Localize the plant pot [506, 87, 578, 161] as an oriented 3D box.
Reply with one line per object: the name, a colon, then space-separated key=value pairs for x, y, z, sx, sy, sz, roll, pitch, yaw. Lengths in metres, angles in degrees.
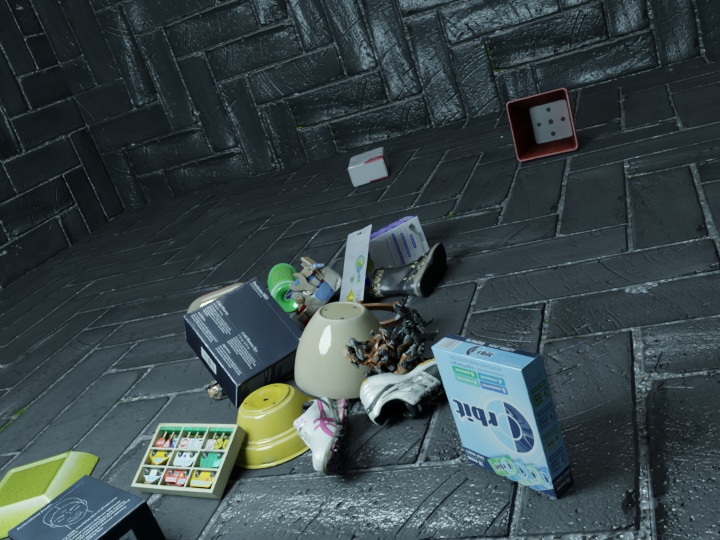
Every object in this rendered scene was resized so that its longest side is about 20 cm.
plant pot: x=0.621 y=-0.490 z=2.515 sx=0.200 sy=0.200 sz=0.176 roll=-9 pitch=10 yaw=27

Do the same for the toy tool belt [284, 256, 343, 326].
toy tool belt: x=-0.134 y=0.045 z=1.858 sx=0.125 sy=0.123 sz=0.200 roll=-48 pitch=1 yaw=35

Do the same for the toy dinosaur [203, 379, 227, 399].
toy dinosaur: x=-0.259 y=0.205 z=1.655 sx=0.200 sy=0.102 sz=0.136 roll=-17 pitch=37 yaw=-41

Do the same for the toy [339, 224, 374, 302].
toy: x=0.000 y=0.000 z=1.829 sx=0.115 sy=0.047 sz=0.201 roll=-19 pitch=56 yaw=57

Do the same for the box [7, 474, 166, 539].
box: x=-0.420 y=0.420 z=1.166 sx=0.200 sy=0.107 sz=0.148 roll=2 pitch=29 yaw=44

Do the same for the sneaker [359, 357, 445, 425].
sneaker: x=0.102 y=0.215 z=1.303 sx=0.199 sy=0.076 sz=0.088 roll=-18 pitch=42 yaw=-1

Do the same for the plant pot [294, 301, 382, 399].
plant pot: x=-0.031 y=0.138 z=1.444 sx=0.200 sy=0.135 sz=0.200 roll=-3 pitch=21 yaw=1

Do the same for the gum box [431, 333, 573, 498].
gum box: x=0.194 y=0.196 z=1.039 sx=0.045 sy=0.200 sz=0.170 roll=-31 pitch=22 yaw=-30

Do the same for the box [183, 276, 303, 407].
box: x=-0.239 y=0.147 z=1.581 sx=0.182 sy=0.104 sz=0.200 roll=-30 pitch=64 yaw=-27

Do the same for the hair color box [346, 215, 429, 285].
hair color box: x=0.075 y=-0.053 z=1.959 sx=0.200 sy=0.110 sz=0.065 roll=-27 pitch=16 yaw=-23

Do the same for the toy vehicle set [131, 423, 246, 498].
toy vehicle set: x=-0.304 y=0.333 z=1.332 sx=0.200 sy=0.027 sz=0.124 roll=-7 pitch=49 yaw=33

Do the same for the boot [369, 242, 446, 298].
boot: x=0.118 y=0.003 z=1.830 sx=0.150 sy=0.073 sz=0.200 roll=-7 pitch=31 yaw=30

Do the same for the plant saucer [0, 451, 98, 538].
plant saucer: x=-0.632 y=0.423 z=1.451 sx=0.199 sy=0.048 sz=0.200 roll=-18 pitch=19 yaw=6

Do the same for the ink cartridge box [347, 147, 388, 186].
ink cartridge box: x=0.034 y=-0.414 z=3.009 sx=0.147 sy=0.086 sz=0.200 roll=-17 pitch=18 yaw=10

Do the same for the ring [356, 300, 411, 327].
ring: x=0.013 y=0.093 z=1.580 sx=0.200 sy=0.019 sz=0.200 roll=-5 pitch=-17 yaw=-1

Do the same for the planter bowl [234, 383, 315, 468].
planter bowl: x=-0.160 y=0.264 z=1.373 sx=0.200 sy=0.084 sz=0.200 roll=-18 pitch=19 yaw=6

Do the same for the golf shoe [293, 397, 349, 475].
golf shoe: x=-0.068 y=0.275 z=1.249 sx=0.092 sy=0.073 sz=0.200 roll=3 pitch=15 yaw=2

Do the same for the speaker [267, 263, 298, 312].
speaker: x=-0.200 y=0.043 z=2.006 sx=0.088 sy=0.089 sz=0.200 roll=-21 pitch=19 yaw=-3

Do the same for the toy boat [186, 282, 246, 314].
toy boat: x=-0.342 y=0.117 z=1.931 sx=0.200 sy=0.131 sz=0.131 roll=-19 pitch=-11 yaw=-1

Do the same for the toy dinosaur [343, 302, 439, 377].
toy dinosaur: x=0.072 y=0.142 z=1.355 sx=0.200 sy=0.136 sz=0.102 roll=5 pitch=26 yaw=-39
